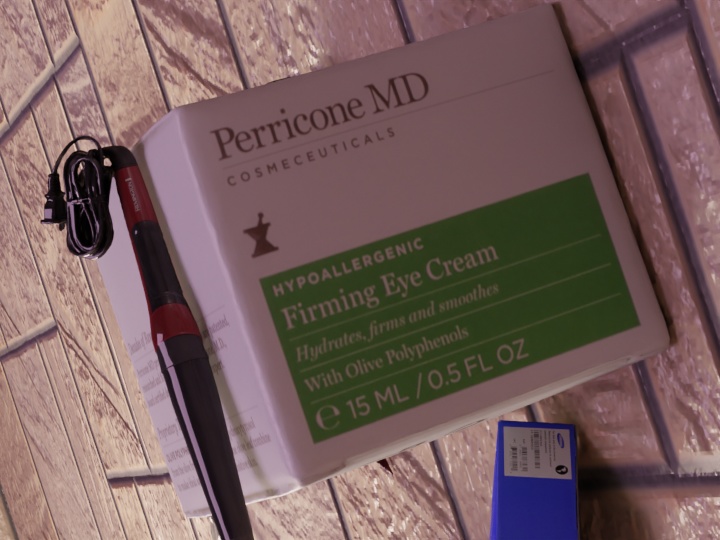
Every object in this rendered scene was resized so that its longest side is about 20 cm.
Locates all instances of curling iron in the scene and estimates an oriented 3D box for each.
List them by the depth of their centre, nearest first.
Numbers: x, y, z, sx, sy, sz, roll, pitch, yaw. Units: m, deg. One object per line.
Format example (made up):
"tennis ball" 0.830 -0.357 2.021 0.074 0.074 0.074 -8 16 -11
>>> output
"curling iron" -0.086 0.034 0.864 0.049 0.025 0.201 -32 77 28

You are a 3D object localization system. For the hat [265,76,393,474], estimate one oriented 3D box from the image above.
"hat" -0.006 -0.007 1.218 0.200 0.175 0.166 -44 56 26

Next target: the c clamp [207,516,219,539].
"c clamp" -0.097 0.254 1.665 0.200 0.027 0.172 54 153 42

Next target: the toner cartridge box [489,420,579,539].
"toner cartridge box" 0.086 0.183 1.040 0.095 0.043 0.201 -83 -5 -48

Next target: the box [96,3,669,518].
"box" 0.000 0.000 0.942 0.173 0.197 0.200 70 158 4
